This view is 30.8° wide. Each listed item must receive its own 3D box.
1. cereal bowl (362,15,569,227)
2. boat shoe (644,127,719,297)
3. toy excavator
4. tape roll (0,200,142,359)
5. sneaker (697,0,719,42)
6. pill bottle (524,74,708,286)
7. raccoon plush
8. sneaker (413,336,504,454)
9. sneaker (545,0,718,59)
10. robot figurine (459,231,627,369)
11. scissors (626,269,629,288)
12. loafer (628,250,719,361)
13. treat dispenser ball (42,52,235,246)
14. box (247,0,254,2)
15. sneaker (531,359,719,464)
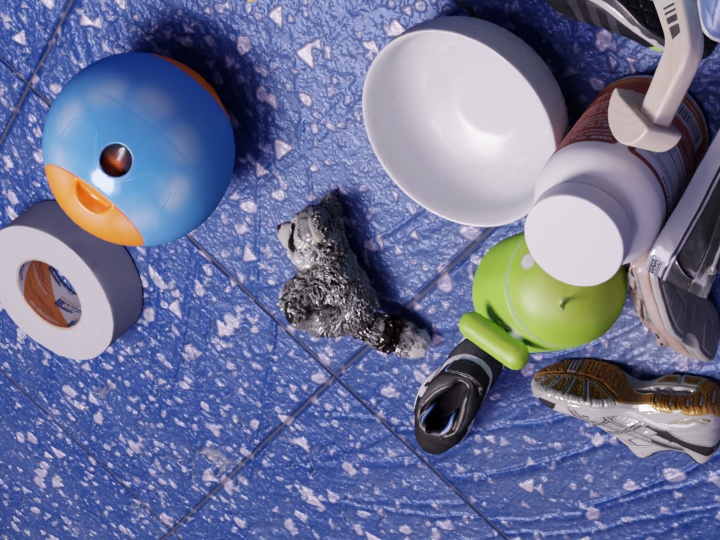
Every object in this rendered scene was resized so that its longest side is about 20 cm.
[{"bbox_3d":[0.105,-0.145,1.204,0.199,0.083,0.201,20,131,24],"label":"cereal bowl"},{"bbox_3d":[0.307,-0.070,1.061,0.068,0.200,0.074,29,164,16],"label":"boat shoe"},{"bbox_3d":[0.239,-0.217,0.974,0.099,0.202,0.194,9,148,-26],"label":"toy excavator"},{"bbox_3d":[-0.376,0.014,1.660,0.199,0.066,0.202,17,129,22],"label":"tape roll"},{"bbox_3d":[0.319,-0.249,0.984,0.076,0.077,0.200,38,131,3],"label":"sneaker"},{"bbox_3d":[0.214,-0.075,1.103,0.111,0.200,0.113,18,130,22],"label":"pill bottle"},{"bbox_3d":[0.000,0.000,1.412,0.198,0.097,0.135,14,121,-14],"label":"raccoon plush"},{"bbox_3d":[0.085,0.156,1.423,0.073,0.112,0.201,33,134,10],"label":"sneaker"},{"bbox_3d":[0.209,-0.238,1.096,0.199,0.072,0.083,30,173,0],"label":"sneaker"},{"bbox_3d":[0.176,0.017,1.227,0.116,0.176,0.200,44,166,-6],"label":"robot figurine"},{"bbox_3d":[0.275,0.000,1.246,0.073,0.014,0.201,21,136,1],"label":"scissors"},{"bbox_3d":[0.272,0.031,1.185,0.062,0.072,0.200,3,156,32],"label":"loafer"},{"bbox_3d":[-0.230,-0.126,1.364,0.199,0.201,0.202,18,130,22],"label":"treat dispenser ball"},{"bbox_3d":[-0.091,-0.358,1.212,0.118,0.042,0.201,-6,121,36],"label":"box"},{"bbox_3d":[0.267,0.149,1.322,0.199,0.076,0.088,10,127,29],"label":"sneaker"}]
